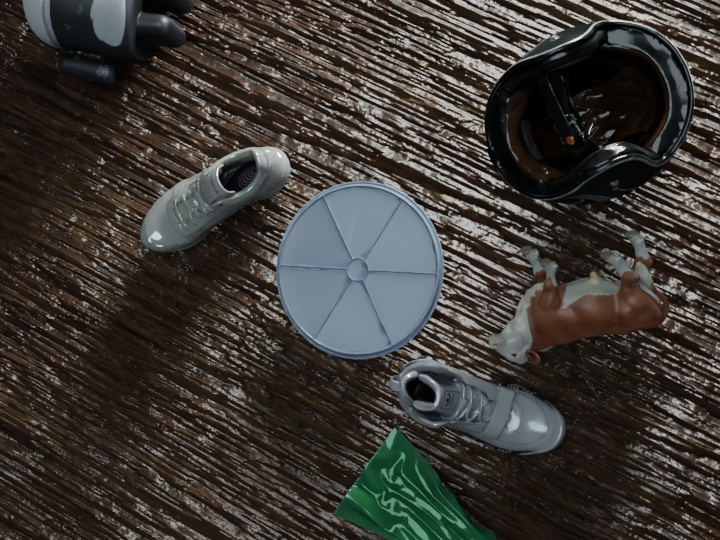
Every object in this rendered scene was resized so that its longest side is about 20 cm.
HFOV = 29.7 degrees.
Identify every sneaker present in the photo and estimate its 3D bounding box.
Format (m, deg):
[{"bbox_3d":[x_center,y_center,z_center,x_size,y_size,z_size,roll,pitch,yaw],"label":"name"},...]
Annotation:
[{"bbox_3d":[-0.180,-0.089,1.572,0.198,0.100,0.076,-31,81,12],"label":"sneaker"},{"bbox_3d":[0.122,0.150,1.468,0.197,0.115,0.076,19,91,15],"label":"sneaker"}]

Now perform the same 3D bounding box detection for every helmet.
[{"bbox_3d":[0.245,-0.165,1.420,0.199,0.189,0.203,22,122,42],"label":"helmet"}]

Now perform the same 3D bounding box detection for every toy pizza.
[{"bbox_3d":[0.000,0.000,1.554,0.197,0.032,0.204,-1,85,14],"label":"toy pizza"}]

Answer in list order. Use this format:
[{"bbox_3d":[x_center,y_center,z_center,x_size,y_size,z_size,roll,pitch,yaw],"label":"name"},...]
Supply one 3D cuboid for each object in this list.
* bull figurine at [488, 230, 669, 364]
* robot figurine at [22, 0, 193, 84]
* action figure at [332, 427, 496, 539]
[{"bbox_3d":[0.230,0.033,1.466,0.197,0.065,0.123,-11,116,6],"label":"bull figurine"},{"bbox_3d":[-0.301,-0.315,1.609,0.197,0.126,0.151,11,47,15],"label":"robot figurine"},{"bbox_3d":[0.082,0.282,1.502,0.199,0.055,0.119,37,94,7],"label":"action figure"}]
